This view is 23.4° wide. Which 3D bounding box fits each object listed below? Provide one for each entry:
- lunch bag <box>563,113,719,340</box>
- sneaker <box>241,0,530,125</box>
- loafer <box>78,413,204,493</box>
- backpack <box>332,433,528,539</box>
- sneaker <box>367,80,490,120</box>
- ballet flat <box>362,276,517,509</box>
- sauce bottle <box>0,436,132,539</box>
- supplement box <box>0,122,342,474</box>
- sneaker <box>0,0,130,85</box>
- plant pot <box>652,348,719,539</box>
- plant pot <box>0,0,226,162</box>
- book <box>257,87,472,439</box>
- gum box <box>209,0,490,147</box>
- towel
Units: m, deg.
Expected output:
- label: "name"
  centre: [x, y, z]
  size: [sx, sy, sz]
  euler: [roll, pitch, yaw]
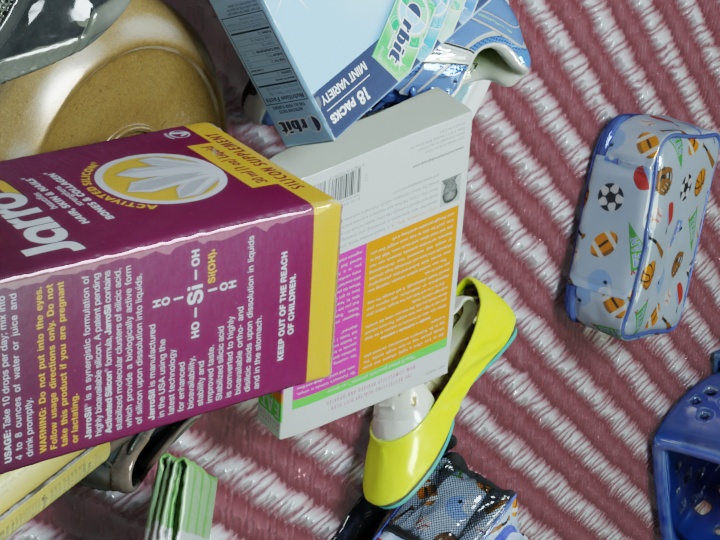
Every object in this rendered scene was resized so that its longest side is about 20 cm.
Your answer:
- label: "lunch bag"
  centre: [0.248, -0.035, 1.521]
  size: [0.160, 0.075, 0.201]
  euler: [-7, 113, -58]
- label: "sneaker"
  centre: [0.020, -0.128, 1.059]
  size: [0.199, 0.077, 0.076]
  euler: [-24, 164, -24]
- label: "loafer"
  centre: [-0.100, 0.067, 1.042]
  size: [0.200, 0.063, 0.072]
  euler: [-43, 140, -36]
- label: "backpack"
  centre: [0.053, 0.260, 1.325]
  size: [0.190, 0.154, 0.201]
  euler: [-41, 143, -22]
- label: "sneaker"
  centre: [0.024, -0.089, 1.149]
  size: [0.082, 0.074, 0.201]
  euler: [33, 71, -51]
- label: "ballet flat"
  centre: [0.048, 0.083, 1.299]
  size: [0.200, 0.067, 0.067]
  euler: [-53, 124, -30]
- label: "sauce bottle"
  centre: [-0.162, 0.083, 0.942]
  size: [0.200, 0.065, 0.065]
  euler: [-37, 136, -35]
- label: "supplement box"
  centre: [-0.126, 0.007, 0.854]
  size: [0.199, 0.131, 0.104]
  euler: [-15, 122, -34]
- label: "sneaker"
  centre: [-0.175, -0.147, 0.790]
  size: [0.199, 0.076, 0.115]
  euler: [-34, 141, -37]
- label: "plant pot"
  centre: [0.436, 0.203, 1.842]
  size: [0.180, 0.199, 0.201]
  euler: [-55, 147, -35]
- label: "plant pot"
  centre: [-0.135, -0.051, 0.956]
  size: [0.200, 0.027, 0.201]
  euler: [-34, 134, -45]
- label: "book"
  centre: [0.000, 0.000, 1.059]
  size: [0.133, 0.048, 0.201]
  euler: [-24, 137, -32]
- label: "gum box"
  centre: [-0.021, -0.198, 0.959]
  size: [0.170, 0.044, 0.201]
  euler: [-44, 118, -36]
- label: "towel"
  centre: [-0.117, 0.213, 1.018]
  size: [0.149, 0.030, 0.201]
  euler: [87, 10, -78]
